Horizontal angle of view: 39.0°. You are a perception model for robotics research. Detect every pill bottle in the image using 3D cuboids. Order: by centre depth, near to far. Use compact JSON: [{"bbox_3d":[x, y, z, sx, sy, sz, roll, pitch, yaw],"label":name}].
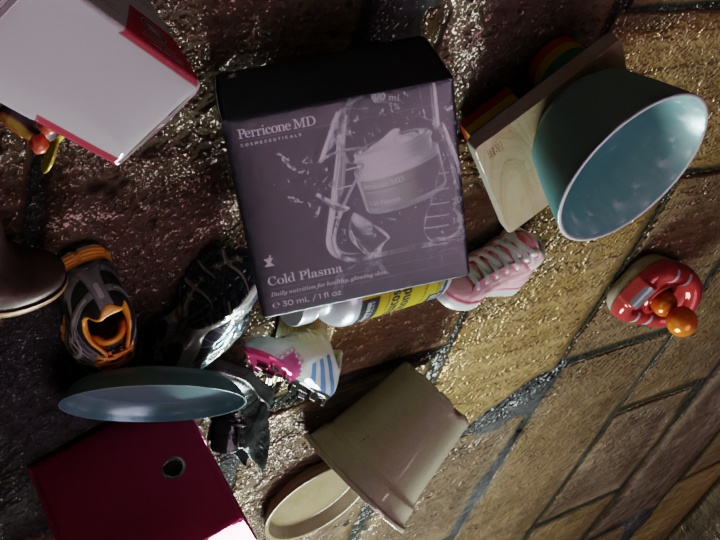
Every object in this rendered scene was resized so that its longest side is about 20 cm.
[{"bbox_3d":[0.000,0.000,1.160,0.199,0.112,0.112,-16,143,-30],"label":"pill bottle"}]

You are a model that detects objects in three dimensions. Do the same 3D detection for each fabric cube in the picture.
[{"bbox_3d":[-0.251,0.302,1.232,0.199,0.197,0.200,-27,148,-11],"label":"fabric cube"}]

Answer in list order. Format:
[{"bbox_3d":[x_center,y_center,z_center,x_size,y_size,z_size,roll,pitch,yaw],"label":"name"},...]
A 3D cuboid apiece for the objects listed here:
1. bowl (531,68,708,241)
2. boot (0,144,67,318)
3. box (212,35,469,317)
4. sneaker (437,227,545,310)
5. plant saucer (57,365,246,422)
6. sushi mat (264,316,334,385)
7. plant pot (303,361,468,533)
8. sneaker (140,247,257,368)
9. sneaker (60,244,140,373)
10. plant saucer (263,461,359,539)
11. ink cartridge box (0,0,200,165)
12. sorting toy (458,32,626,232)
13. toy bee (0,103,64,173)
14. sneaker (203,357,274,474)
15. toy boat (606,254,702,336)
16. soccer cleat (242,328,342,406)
[{"bbox_3d":[0.268,-0.141,1.111,0.200,0.105,0.201,-25,146,-18],"label":"bowl"},{"bbox_3d":[-0.315,-0.036,0.833,0.199,0.073,0.167,4,139,-38],"label":"boot"},{"bbox_3d":[-0.015,-0.086,0.922,0.199,0.124,0.198,-12,121,-5],"label":"box"},{"bbox_3d":[0.174,-0.012,1.348,0.200,0.075,0.105,-9,144,-49],"label":"sneaker"},{"bbox_3d":[-0.223,0.134,1.098,0.199,0.028,0.200,-2,162,-1],"label":"plant saucer"},{"bbox_3d":[-0.067,0.070,1.282,0.095,0.012,0.201,-16,143,-29],"label":"sushi mat"},{"bbox_3d":[0.051,0.243,1.476,0.184,0.200,0.201,-46,149,-5],"label":"plant pot"},{"bbox_3d":[-0.159,0.044,1.113,0.200,0.078,0.086,-43,155,28],"label":"sneaker"},{"bbox_3d":[-0.259,0.063,1.025,0.078,0.077,0.200,-28,149,-17],"label":"sneaker"},{"bbox_3d":[-0.073,0.368,1.650,0.199,0.030,0.201,-26,147,-18],"label":"plant saucer"},{"bbox_3d":[-0.207,-0.181,0.639,0.086,0.200,0.147,-43,148,12],"label":"ink cartridge box"},{"bbox_3d":[0.215,-0.170,1.188,0.198,0.070,0.200,-37,148,0],"label":"sorting toy"},{"bbox_3d":[-0.237,-0.124,0.773,0.199,0.109,0.131,-16,145,-30],"label":"toy bee"},{"bbox_3d":[-0.157,0.179,1.251,0.105,0.060,0.200,-71,155,-15],"label":"sneaker"},{"bbox_3d":[0.519,0.059,1.723,0.199,0.131,0.131,10,127,-49],"label":"toy boat"},{"bbox_3d":[-0.080,0.100,1.236,0.087,0.070,0.200,-68,154,-13],"label":"soccer cleat"}]
